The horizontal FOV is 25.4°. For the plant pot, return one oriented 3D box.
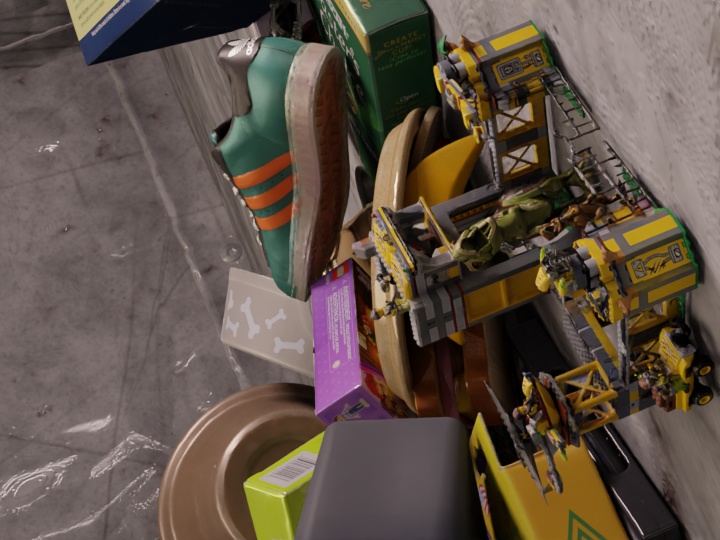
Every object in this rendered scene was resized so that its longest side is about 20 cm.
[{"bbox_3d":[-0.054,0.174,1.216,0.175,0.200,0.201,117,131,-74],"label":"plant pot"}]

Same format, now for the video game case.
[{"bbox_3d":[0.144,0.156,0.949,0.181,0.025,0.200,-119,10,-49],"label":"video game case"}]

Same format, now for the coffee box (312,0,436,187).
[{"bbox_3d":[0.008,-0.135,1.032,0.200,0.044,0.123,80,167,-58],"label":"coffee box"}]

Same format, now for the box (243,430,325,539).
[{"bbox_3d":[-0.004,0.208,1.102,0.048,0.122,0.200,11,121,45],"label":"box"}]

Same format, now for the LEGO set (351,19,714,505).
[{"bbox_3d":[0.061,-0.005,0.723,0.154,0.116,0.200,79,167,-57],"label":"LEGO set"}]

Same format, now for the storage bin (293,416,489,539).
[{"bbox_3d":[0.034,0.180,0.890,0.135,0.145,0.200,-80,-19,-47],"label":"storage bin"}]

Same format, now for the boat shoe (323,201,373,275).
[{"bbox_3d":[0.000,0.000,1.162,0.200,0.064,0.071,100,145,-81],"label":"boat shoe"}]

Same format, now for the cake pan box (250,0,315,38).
[{"bbox_3d":[-0.069,-0.216,1.298,0.184,0.052,0.200,121,129,-85],"label":"cake pan box"}]

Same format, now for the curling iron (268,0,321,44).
[{"bbox_3d":[-0.032,-0.175,1.123,0.200,0.025,0.050,-39,-52,-77],"label":"curling iron"}]

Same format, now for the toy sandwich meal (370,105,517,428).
[{"bbox_3d":[0.055,0.001,0.963,0.205,0.070,0.206,0,-90,-78],"label":"toy sandwich meal"}]

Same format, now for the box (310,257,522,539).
[{"bbox_3d":[0.045,0.100,1.050,0.200,0.039,0.137,45,-158,-28],"label":"box"}]

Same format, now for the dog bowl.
[{"bbox_3d":[-0.016,0.060,1.224,0.200,0.200,0.059,158,133,-83],"label":"dog bowl"}]

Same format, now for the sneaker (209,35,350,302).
[{"bbox_3d":[-0.055,-0.069,1.046,0.071,0.080,0.200,-58,-23,-46],"label":"sneaker"}]

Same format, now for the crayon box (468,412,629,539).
[{"bbox_3d":[0.120,0.174,0.887,0.127,0.051,0.200,95,152,-73],"label":"crayon box"}]

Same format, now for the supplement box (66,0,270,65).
[{"bbox_3d":[-0.135,-0.271,1.105,0.200,0.134,0.200,-14,93,66],"label":"supplement box"}]

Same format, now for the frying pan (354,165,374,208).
[{"bbox_3d":[0.037,-0.020,1.208,0.190,0.031,0.115,-136,24,-66],"label":"frying pan"}]
